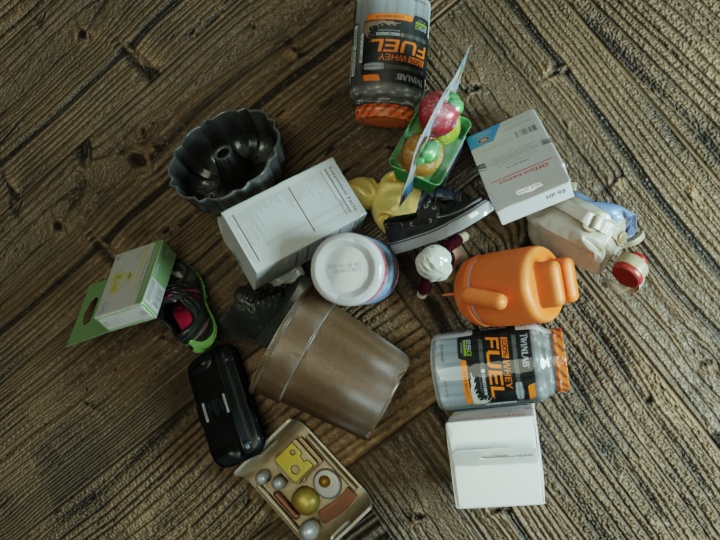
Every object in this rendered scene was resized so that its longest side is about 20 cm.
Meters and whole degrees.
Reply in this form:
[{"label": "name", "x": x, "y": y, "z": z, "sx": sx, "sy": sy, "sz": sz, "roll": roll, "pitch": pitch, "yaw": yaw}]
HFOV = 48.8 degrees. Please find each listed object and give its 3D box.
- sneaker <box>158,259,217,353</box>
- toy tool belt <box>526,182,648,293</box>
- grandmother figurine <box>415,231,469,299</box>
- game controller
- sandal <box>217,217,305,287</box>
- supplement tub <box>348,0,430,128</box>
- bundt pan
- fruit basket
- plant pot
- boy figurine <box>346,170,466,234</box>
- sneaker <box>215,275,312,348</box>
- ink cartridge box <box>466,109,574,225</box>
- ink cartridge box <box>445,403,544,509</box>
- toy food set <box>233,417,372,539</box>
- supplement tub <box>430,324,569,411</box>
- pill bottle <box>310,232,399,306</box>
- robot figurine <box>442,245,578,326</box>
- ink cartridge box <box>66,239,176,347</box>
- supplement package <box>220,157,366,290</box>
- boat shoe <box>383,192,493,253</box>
[{"label": "sneaker", "x": -0.304, "y": 0.048, "z": 1.334, "sx": 0.077, "sy": 0.084, "sz": 0.200, "roll": -43, "pitch": 55, "yaw": 9}, {"label": "toy tool belt", "x": 0.357, "y": -0.064, "z": 1.186, "sx": 0.200, "sy": 0.125, "sz": 0.123, "roll": 29, "pitch": 66, "yaw": 33}, {"label": "grandmother figurine", "x": 0.119, "y": -0.010, "z": 1.200, "sx": 0.061, "sy": 0.200, "sz": 0.121, "roll": 25, "pitch": 94, "yaw": 12}, {"label": "game controller", "x": -0.230, "y": 0.228, "z": 1.342, "sx": 0.104, "sy": 0.042, "sz": 0.200, "roll": -30, "pitch": 69, "yaw": 25}, {"label": "sandal", "x": -0.168, "y": -0.042, "z": 1.344, "sx": 0.082, "sy": 0.050, "sz": 0.203, "roll": -44, "pitch": 82, "yaw": 25}, {"label": "supplement tub", "x": 0.045, "y": -0.335, "z": 1.263, "sx": 0.122, "sy": 0.123, "sz": 0.200, "roll": 3, "pitch": 90, "yaw": 12}, {"label": "bundt pan", "x": -0.211, "y": -0.171, "z": 1.309, "sx": 0.202, "sy": 0.076, "sz": 0.202, "roll": -11, "pitch": 53, "yaw": 15}, {"label": "fruit basket", "x": 0.116, "y": -0.207, "z": 1.178, "sx": 0.094, "sy": 0.200, "sz": 0.185, "roll": 28, "pitch": 67, "yaw": 1}, {"label": "plant pot", "x": -0.040, "y": 0.155, "z": 1.246, "sx": 0.198, "sy": 0.200, "sz": 0.200, "roll": 30, "pitch": 95, "yaw": 4}, {"label": "boy figurine", "x": 0.065, "y": -0.106, "z": 1.284, "sx": 0.200, "sy": 0.064, "sz": 0.125, "roll": 10, "pitch": 87, "yaw": 13}, {"label": "sneaker", "x": -0.166, "y": 0.057, "z": 1.310, "sx": 0.104, "sy": 0.060, "sz": 0.200, "roll": 37, "pitch": 125, "yaw": -1}, {"label": "ink cartridge box", "x": 0.240, "y": -0.145, "z": 1.185, "sx": 0.116, "sy": 0.067, "sz": 0.200, "roll": -22, "pitch": 40, "yaw": 11}, {"label": "ink cartridge box", "x": 0.202, "y": 0.271, "z": 1.176, "sx": 0.128, "sy": 0.200, "sz": 0.125, "roll": -8, "pitch": 87, "yaw": 12}, {"label": "toy food set", "x": -0.097, "y": 0.362, "z": 1.312, "sx": 0.144, "sy": 0.060, "sz": 0.200, "roll": -45, "pitch": 81, "yaw": 8}, {"label": "supplement tub", "x": 0.213, "y": 0.147, "z": 1.216, "sx": 0.200, "sy": 0.123, "sz": 0.123, "roll": -9, "pitch": 87, "yaw": 12}, {"label": "pill bottle", "x": 0.000, "y": 0.000, "z": 1.226, "sx": 0.109, "sy": 0.200, "sz": 0.109, "roll": 0, "pitch": 89, "yaw": 13}, {"label": "robot figurine", "x": 0.222, "y": 0.026, "z": 1.189, "sx": 0.200, "sy": 0.144, "sz": 0.117, "roll": -9, "pitch": 129, "yaw": 45}, {"label": "ink cartridge box", "x": -0.415, "y": 0.038, "z": 1.338, "sx": 0.200, "sy": 0.048, "sz": 0.146, "roll": -16, "pitch": 44, "yaw": 21}, {"label": "supplement package", "x": -0.107, "y": -0.073, "z": 1.260, "sx": 0.200, "sy": 0.110, "sz": 0.114, "roll": -28, "pitch": 81, "yaw": -15}, {"label": "boat shoe", "x": 0.108, "y": -0.082, "z": 1.183, "sx": 0.200, "sy": 0.070, "sz": 0.066, "roll": -19, "pitch": 101, "yaw": 51}]
